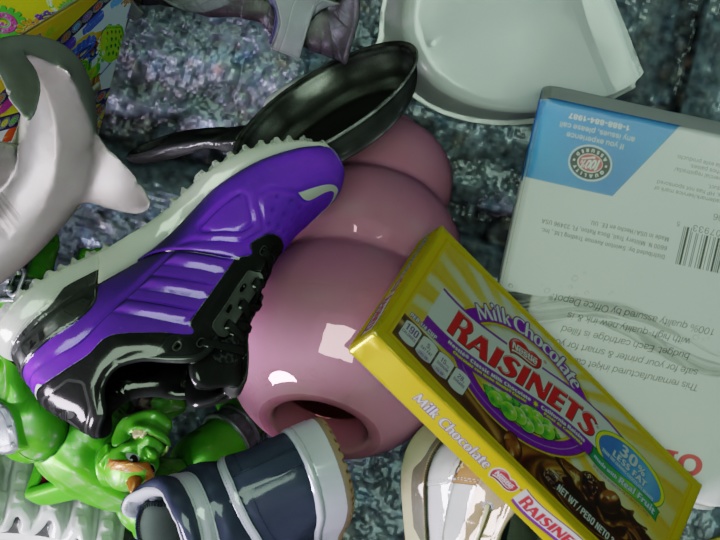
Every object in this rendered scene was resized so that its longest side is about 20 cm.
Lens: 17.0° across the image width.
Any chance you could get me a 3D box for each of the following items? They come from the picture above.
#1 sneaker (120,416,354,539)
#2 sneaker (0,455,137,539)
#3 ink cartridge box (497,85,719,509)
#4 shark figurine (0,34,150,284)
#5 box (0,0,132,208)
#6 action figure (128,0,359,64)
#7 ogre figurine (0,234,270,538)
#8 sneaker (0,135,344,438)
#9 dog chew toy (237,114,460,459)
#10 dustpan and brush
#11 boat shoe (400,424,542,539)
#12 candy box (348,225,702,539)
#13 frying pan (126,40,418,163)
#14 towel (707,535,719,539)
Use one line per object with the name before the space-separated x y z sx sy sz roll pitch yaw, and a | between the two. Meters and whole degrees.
sneaker | -0.067 0.150 1.267 0.108 0.200 0.070 -20 63 -16
sneaker | -0.168 0.139 1.339 0.200 0.081 0.075 21 55 -15
ink cartridge box | 0.147 0.013 1.308 0.144 0.084 0.200 13 100 2
shark figurine | -0.141 -0.060 1.152 0.089 0.215 0.128 38 63 13
box | -0.242 -0.125 1.251 0.200 0.193 0.122 39 50 15
action figure | -0.100 -0.161 1.320 0.200 0.130 0.069 2 120 -2
ogre figurine | -0.129 0.071 1.286 0.098 0.200 0.120 6 64 29
sneaker | -0.077 0.017 1.206 0.200 0.070 0.100 -34 67 -14
dog chew toy | 0.000 0.000 1.301 0.124 0.125 0.200 14 58 2
dustpan and brush | 0.040 -0.129 1.354 0.200 0.057 0.140 -23 96 -6
boat shoe | 0.071 0.174 1.285 0.075 0.068 0.200 -39 130 -35
candy box | 0.088 0.076 1.224 0.200 0.102 0.026 44 127 -9
frying pan | -0.049 -0.070 1.304 0.190 0.115 0.031 -26 113 16
towel | 0.232 0.183 1.353 0.200 0.018 0.086 -19 93 0
